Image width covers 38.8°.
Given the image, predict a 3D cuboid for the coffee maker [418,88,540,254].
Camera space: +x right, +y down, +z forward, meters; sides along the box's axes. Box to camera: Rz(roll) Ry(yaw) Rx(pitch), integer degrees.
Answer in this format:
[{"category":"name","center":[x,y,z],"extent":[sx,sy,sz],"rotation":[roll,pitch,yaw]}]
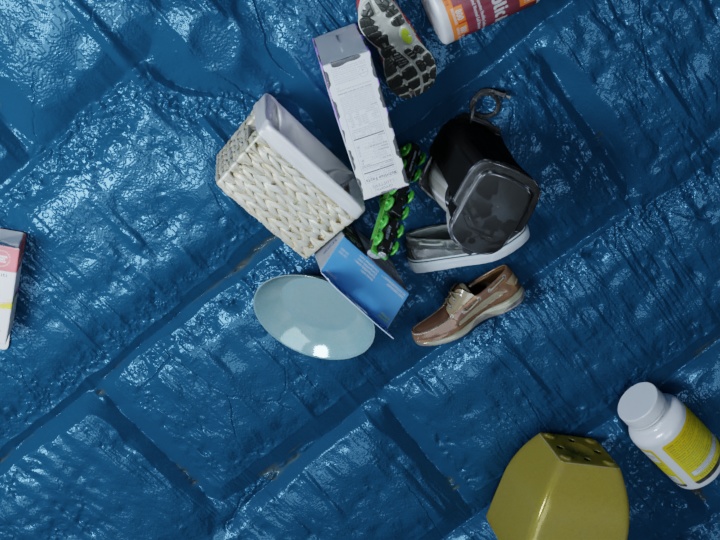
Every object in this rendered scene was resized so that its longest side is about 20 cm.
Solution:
[{"category":"coffee maker","center":[0.173,-0.147,1.490],"extent":[0.133,0.200,0.194],"rotation":[-1,115,-10]}]

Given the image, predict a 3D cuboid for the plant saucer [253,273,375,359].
[{"category":"plant saucer","center":[-0.068,0.063,1.603],"extent":[0.199,0.039,0.202],"rotation":[12,140,10]}]

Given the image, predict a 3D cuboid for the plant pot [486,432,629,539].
[{"category":"plant pot","center":[0.356,0.400,1.781],"extent":[0.192,0.196,0.202],"rotation":[9,106,-13]}]

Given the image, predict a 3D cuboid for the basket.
[{"category":"basket","center":[-0.106,-0.134,1.489],"extent":[0.123,0.136,0.200],"rotation":[-42,114,15]}]

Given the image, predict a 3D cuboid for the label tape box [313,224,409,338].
[{"category":"label tape box","center":[0.000,0.000,1.528],"extent":[0.143,0.200,0.066],"rotation":[41,98,-23]}]

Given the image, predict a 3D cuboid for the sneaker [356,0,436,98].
[{"category":"sneaker","center":[0.051,-0.332,1.456],"extent":[0.076,0.085,0.200],"rotation":[-22,138,9]}]

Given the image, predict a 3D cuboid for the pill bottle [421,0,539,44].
[{"category":"pill bottle","center":[0.185,-0.407,1.421],"extent":[0.199,0.114,0.115],"rotation":[-24,116,3]}]

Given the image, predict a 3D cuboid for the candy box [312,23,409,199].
[{"category":"candy box","center":[-0.001,-0.226,1.443],"extent":[0.071,0.168,0.201],"rotation":[-18,117,1]}]

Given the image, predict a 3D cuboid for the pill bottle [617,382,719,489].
[{"category":"pill bottle","center":[0.543,0.287,1.798],"extent":[0.111,0.111,0.200],"rotation":[-43,114,11]}]

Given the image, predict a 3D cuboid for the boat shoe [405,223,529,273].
[{"category":"boat shoe","center":[0.166,-0.051,1.603],"extent":[0.198,0.072,0.071],"rotation":[-16,120,0]}]

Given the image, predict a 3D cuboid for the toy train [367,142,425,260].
[{"category":"toy train","center":[0.050,-0.102,1.511],"extent":[0.042,0.201,0.056],"rotation":[30,151,-22]}]

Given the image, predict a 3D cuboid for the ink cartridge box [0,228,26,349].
[{"category":"ink cartridge box","center":[-0.573,0.037,1.523],"extent":[0.115,0.068,0.202],"rotation":[10,112,-13]}]

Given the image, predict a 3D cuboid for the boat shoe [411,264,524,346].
[{"category":"boat shoe","center":[0.167,0.053,1.656],"extent":[0.199,0.076,0.072],"rotation":[-29,112,-6]}]
